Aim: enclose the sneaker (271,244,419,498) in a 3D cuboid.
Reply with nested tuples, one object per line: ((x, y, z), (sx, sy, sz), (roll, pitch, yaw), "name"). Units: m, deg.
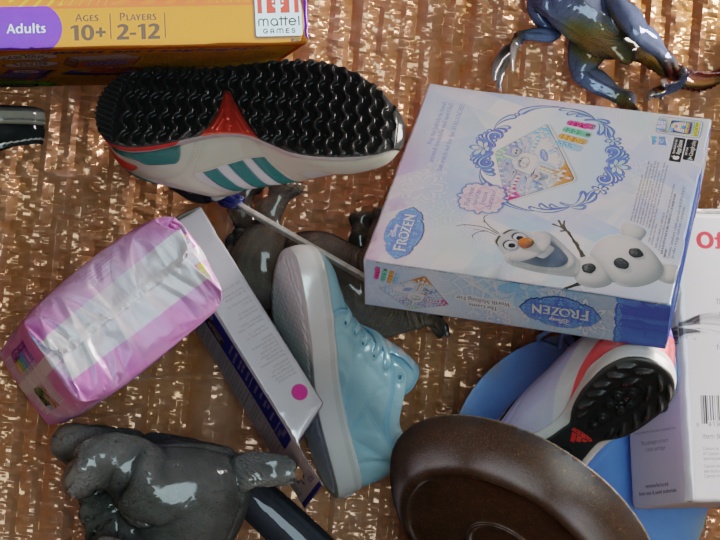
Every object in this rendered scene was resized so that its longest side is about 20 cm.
((-0.006, 0.057, 1.678), (0.082, 0.074, 0.200), (-23, 129, -16), "sneaker")

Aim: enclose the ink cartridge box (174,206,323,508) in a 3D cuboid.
((-0.072, 0.059, 1.656), (0.037, 0.095, 0.200), (-28, 81, -14), "ink cartridge box")

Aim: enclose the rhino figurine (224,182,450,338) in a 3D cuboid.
((0.000, 0.000, 1.709), (0.199, 0.060, 0.088), (15, 81, -7), "rhino figurine")

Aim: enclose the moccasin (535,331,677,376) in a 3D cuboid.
((0.144, 0.015, 1.713), (0.068, 0.081, 0.200), (-9, 57, -36), "moccasin")

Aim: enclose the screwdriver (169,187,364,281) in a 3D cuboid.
((-0.066, -0.039, 1.666), (0.200, 0.028, 0.029), (25, 112, 24), "screwdriver")

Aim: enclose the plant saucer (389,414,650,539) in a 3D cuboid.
((0.101, 0.177, 1.656), (0.200, 0.200, 0.032), (43, 55, -7), "plant saucer")

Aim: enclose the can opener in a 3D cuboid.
((-0.026, 0.201, 1.697), (0.079, 0.063, 0.200), (-44, 97, -10), "can opener")

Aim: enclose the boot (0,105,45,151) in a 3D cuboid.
((-0.298, -0.026, 1.645), (0.203, 0.073, 0.154), (-10, 93, -8), "boot")

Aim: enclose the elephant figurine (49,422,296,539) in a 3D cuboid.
((-0.150, 0.207, 1.641), (0.141, 0.155, 0.201), (10, 87, -29), "elephant figurine")

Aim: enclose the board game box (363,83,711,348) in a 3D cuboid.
((0.120, -0.040, 1.652), (0.198, 0.043, 0.200), (9, 41, 11), "board game box")

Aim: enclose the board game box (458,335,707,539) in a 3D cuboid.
((0.149, 0.144, 1.751), (0.158, 0.039, 0.200), (-44, 99, -17), "board game box")

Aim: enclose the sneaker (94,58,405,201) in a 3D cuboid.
((-0.069, -0.086, 1.628), (0.199, 0.093, 0.071), (1, 67, 5), "sneaker")

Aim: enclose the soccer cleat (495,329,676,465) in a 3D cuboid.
((0.135, 0.094, 1.654), (0.068, 0.200, 0.073), (35, 39, -18), "soccer cleat")

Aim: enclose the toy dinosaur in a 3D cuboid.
((0.142, -0.176, 1.759), (0.105, 0.200, 0.182), (-44, 73, 28), "toy dinosaur")

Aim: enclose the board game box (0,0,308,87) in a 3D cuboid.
((-0.153, -0.230, 1.614), (0.199, 0.200, 0.201), (-2, 88, -13), "board game box")

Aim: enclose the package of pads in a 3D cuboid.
((-0.161, 0.035, 1.605), (0.120, 0.200, 0.076), (-35, 90, -14), "package of pads")

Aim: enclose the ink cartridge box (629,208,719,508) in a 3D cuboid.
((0.265, 0.063, 1.736), (0.145, 0.083, 0.201), (2, 81, -22), "ink cartridge box")
